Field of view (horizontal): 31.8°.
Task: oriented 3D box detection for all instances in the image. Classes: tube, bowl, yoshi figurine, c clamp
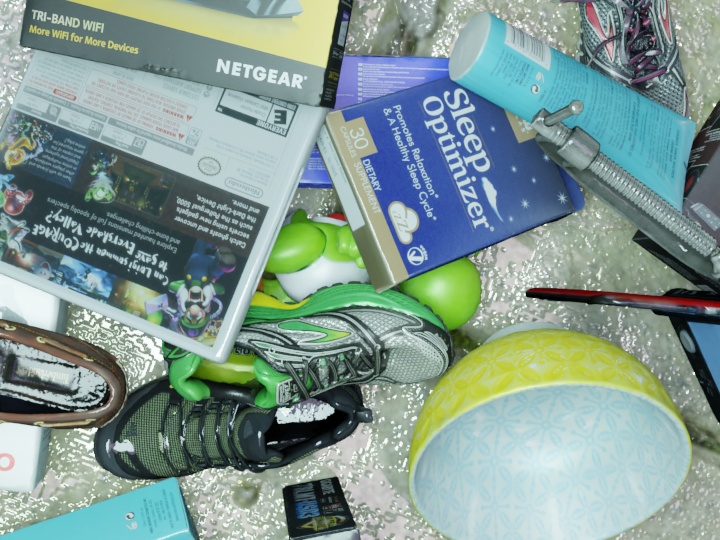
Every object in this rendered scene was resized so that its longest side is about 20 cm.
[{"bbox_3d":[0.157,-0.114,0.886,0.198,0.050,0.078,25,69,-20],"label":"tube"},{"bbox_3d":[0.126,0.103,0.902,0.197,0.202,0.109,3,46,-7],"label":"bowl"},{"bbox_3d":[0.004,0.009,0.903,0.197,0.112,0.114,-12,98,-9],"label":"yoshi figurine"},{"bbox_3d":[0.182,-0.042,0.822,0.199,0.171,0.027,36,90,-11],"label":"c clamp"}]

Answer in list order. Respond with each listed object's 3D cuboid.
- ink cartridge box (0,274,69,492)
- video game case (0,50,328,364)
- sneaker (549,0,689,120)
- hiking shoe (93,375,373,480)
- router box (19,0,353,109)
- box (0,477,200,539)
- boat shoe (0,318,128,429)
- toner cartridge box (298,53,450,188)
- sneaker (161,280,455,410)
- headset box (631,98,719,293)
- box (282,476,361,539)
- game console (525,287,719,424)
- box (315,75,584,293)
[{"bbox_3d":[-0.279,0.043,0.871,0.142,0.084,0.203,7,89,-8],"label":"ink cartridge box"},{"bbox_3d":[-0.143,-0.060,0.816,0.198,0.023,0.184,21,82,10],"label":"video game case"},{"bbox_3d":[0.196,-0.186,0.942,0.080,0.075,0.202,-21,93,-8],"label":"sneaker"},{"bbox_3d":[-0.091,0.105,0.887,0.197,0.101,0.077,-12,90,-8],"label":"hiking shoe"},{"bbox_3d":[-0.099,-0.196,0.779,0.197,0.052,0.159,12,97,8],"label":"router box"},{"bbox_3d":[-0.208,0.216,0.876,0.198,0.049,0.083,-18,134,-7],"label":"box"},{"bbox_3d":[-0.246,0.059,0.799,0.197,0.070,0.071,7,90,-7],"label":"boat shoe"},{"bbox_3d":[-0.010,-0.109,0.930,0.197,0.043,0.096,1,88,-8],"label":"toner cartridge box"},{"bbox_3d":[-0.035,0.062,0.843,0.197,0.086,0.079,-2,126,-3],"label":"sneaker"},{"bbox_3d":[0.326,-0.067,0.958,0.148,0.075,0.201,34,85,-5],"label":"headset box"},{"bbox_3d":[-0.015,0.254,0.846,0.049,0.200,0.201,-10,90,-5],"label":"box"},{"bbox_3d":[0.221,0.068,0.880,0.118,0.200,0.174,-26,93,-6],"label":"game console"},{"bbox_3d":[0.072,-0.074,0.877,0.198,0.032,0.122,-21,86,-32],"label":"box"}]
